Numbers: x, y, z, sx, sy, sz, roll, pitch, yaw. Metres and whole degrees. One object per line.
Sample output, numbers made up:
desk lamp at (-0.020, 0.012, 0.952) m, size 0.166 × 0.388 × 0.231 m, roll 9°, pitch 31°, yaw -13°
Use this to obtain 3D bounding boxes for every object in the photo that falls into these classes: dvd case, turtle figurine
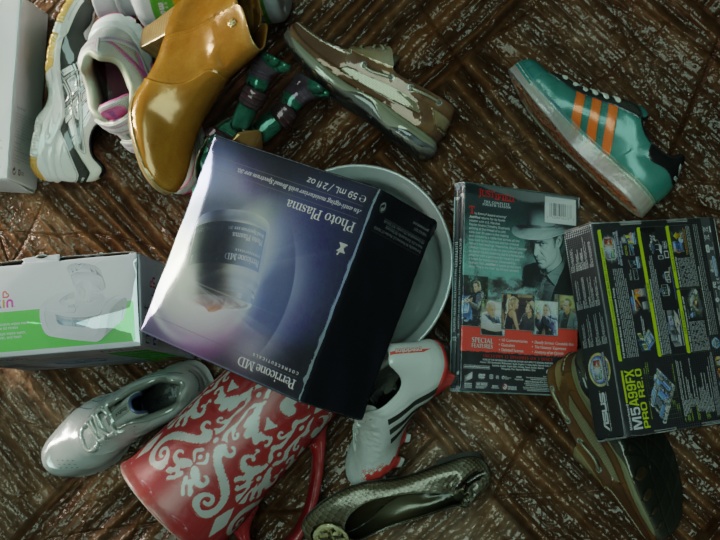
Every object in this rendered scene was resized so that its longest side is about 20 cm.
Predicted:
dvd case at (0.153, 0.021, 1.339) m, size 0.145 × 0.022 × 0.202 m, roll 4°, pitch 85°, yaw -30°
turtle figurine at (-0.117, -0.117, 1.386) m, size 0.100 × 0.150 × 0.201 m, roll 31°, pitch 95°, yaw 25°

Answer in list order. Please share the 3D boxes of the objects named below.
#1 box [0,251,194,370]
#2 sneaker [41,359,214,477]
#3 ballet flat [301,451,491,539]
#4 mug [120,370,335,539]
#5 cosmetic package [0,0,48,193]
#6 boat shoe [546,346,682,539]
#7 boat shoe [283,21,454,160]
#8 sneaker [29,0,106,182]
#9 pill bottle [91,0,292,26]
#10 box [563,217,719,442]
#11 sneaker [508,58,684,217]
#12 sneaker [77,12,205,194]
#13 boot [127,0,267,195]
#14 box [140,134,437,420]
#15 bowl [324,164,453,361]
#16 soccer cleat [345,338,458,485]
box at (-0.287, 0.043, 1.380) m, size 0.198 × 0.176 × 0.098 m, roll -5°, pitch 83°, yaw 9°
sneaker at (-0.248, 0.149, 1.407) m, size 0.199 × 0.087 × 0.075 m, roll -32°, pitch 80°, yaw 6°
ballet flat at (0.037, 0.235, 1.355) m, size 0.198 × 0.068 × 0.047 m, roll -19°, pitch 49°, yaw 3°
mug at (-0.113, 0.180, 1.379) m, size 0.200 × 0.178 × 0.133 m, roll -46°, pitch 41°, yaw -2°
cosmetic package at (-0.407, -0.191, 1.478) m, size 0.112 × 0.081 × 0.202 m, roll 4°, pitch 83°, yaw 10°
boat shoe at (0.245, 0.167, 1.328) m, size 0.074 × 0.075 × 0.201 m, roll -22°, pitch 94°, yaw 48°
boat shoe at (0.011, -0.196, 1.410) m, size 0.199 × 0.076 × 0.072 m, roll 37°, pitch 87°, yaw 3°
sneaker at (-0.296, -0.191, 1.470) m, size 0.087 × 0.076 × 0.202 m, roll 8°, pitch 90°, yaw -3°
pill bottle at (-0.178, -0.308, 1.432) m, size 0.198 × 0.111 × 0.112 m, roll -3°, pitch 83°, yaw 10°
box at (0.281, 0.053, 1.298) m, size 0.159 × 0.044 × 0.202 m, roll -4°, pitch 81°, yaw -30°
sneaker at (0.236, -0.148, 1.365) m, size 0.080 × 0.071 × 0.200 m, roll -44°, pitch 83°, yaw -2°
sneaker at (-0.233, -0.161, 1.412) m, size 0.081 × 0.088 × 0.201 m, roll -25°, pitch 105°, yaw 28°
boot at (-0.154, -0.186, 1.335) m, size 0.143 × 0.071 × 0.203 m, roll -19°, pitch 65°, yaw 33°
box at (-0.067, 0.006, 1.255) m, size 0.199 × 0.123 × 0.200 m, roll 19°, pitch 88°, yaw 32°
bowl at (0.000, 0.000, 1.376) m, size 0.199 × 0.090 × 0.203 m, roll -1°, pitch 84°, yaw 10°
soccer cleat at (0.018, 0.137, 1.325) m, size 0.201 × 0.085 × 0.069 m, roll -56°, pitch 39°, yaw 38°
